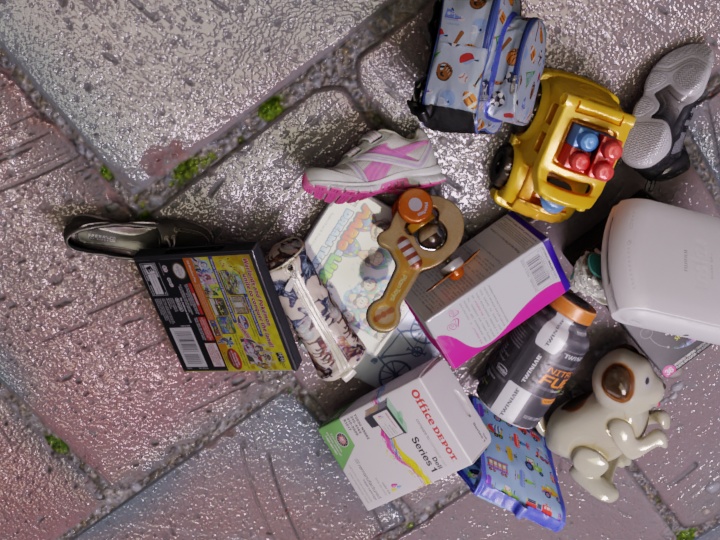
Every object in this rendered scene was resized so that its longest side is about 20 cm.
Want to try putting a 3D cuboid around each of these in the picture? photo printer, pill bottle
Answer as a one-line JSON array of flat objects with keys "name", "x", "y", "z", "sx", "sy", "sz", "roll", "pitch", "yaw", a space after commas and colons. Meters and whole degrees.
[{"name": "photo printer", "x": 0.398, "y": 0.000, "z": 1.206, "sx": 0.200, "sy": 0.069, "sz": 0.167, "roll": 13, "pitch": 67, "yaw": -12}, {"name": "pill bottle", "x": 0.262, "y": 0.123, "z": 1.398, "sx": 0.106, "sy": 0.106, "sz": 0.200, "roll": 25, "pitch": 108, "yaw": -15}]

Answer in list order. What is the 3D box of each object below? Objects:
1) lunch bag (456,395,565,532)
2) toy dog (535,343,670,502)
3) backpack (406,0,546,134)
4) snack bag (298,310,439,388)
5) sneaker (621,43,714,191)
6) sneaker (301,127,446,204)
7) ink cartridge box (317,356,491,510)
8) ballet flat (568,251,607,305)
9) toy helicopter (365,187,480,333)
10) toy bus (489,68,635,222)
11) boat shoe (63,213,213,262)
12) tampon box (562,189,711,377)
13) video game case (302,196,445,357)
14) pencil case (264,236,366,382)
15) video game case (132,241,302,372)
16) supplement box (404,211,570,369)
[{"name": "lunch bag", "x": 0.219, "y": 0.298, "z": 1.413, "sx": 0.150, "sy": 0.200, "sz": 0.094, "roll": 30, "pitch": 106, "yaw": -16}, {"name": "toy dog", "x": 0.373, "y": 0.205, "z": 1.430, "sx": 0.194, "sy": 0.140, "sz": 0.200, "roll": 36, "pitch": 124, "yaw": 19}, {"name": "backpack", "x": 0.148, "y": -0.264, "z": 1.182, "sx": 0.154, "sy": 0.200, "sz": 0.191, "roll": 4, "pitch": 98, "yaw": 13}, {"name": "snack bag", "x": 0.031, "y": 0.083, "z": 1.402, "sx": 0.200, "sy": 0.021, "sz": 0.189, "roll": 28, "pitch": 106, "yaw": -13}, {"name": "sneaker", "x": 0.422, "y": -0.204, "z": 1.301, "sx": 0.200, "sy": 0.075, "sz": 0.114, "roll": -58, "pitch": 143, "yaw": -10}, {"name": "sneaker", "x": 0.013, "y": -0.142, "z": 1.271, "sx": 0.200, "sy": 0.081, "sz": 0.088, "roll": -10, "pitch": 87, "yaw": -25}, {"name": "ink cartridge box", "x": 0.063, "y": 0.235, "z": 1.375, "sx": 0.200, "sy": 0.084, "sz": 0.145, "roll": -32, "pitch": 90, "yaw": 31}, {"name": "ballet flat", "x": 0.365, "y": 0.029, "z": 1.265, "sx": 0.200, "sy": 0.072, "sz": 0.072, "roll": 20, "pitch": 109, "yaw": -10}, {"name": "toy helicopter", "x": 0.075, "y": -0.004, "z": 1.271, "sx": 0.132, "sy": 0.079, "sz": 0.200, "roll": 28, "pitch": 84, "yaw": -3}, {"name": "toy bus", "x": 0.270, "y": -0.141, "z": 1.246, "sx": 0.136, "sy": 0.192, "sz": 0.200, "roll": 16, "pitch": 111, "yaw": -14}, {"name": "boat shoe", "x": -0.301, "y": -0.036, "z": 1.297, "sx": 0.200, "sy": 0.057, "sz": 0.067, "roll": 5, "pitch": 111, "yaw": -8}, {"name": "tampon box", "x": 0.417, "y": 0.017, "z": 1.359, "sx": 0.150, "sy": 0.126, "sz": 0.200, "roll": -40, "pitch": 110, "yaw": 9}, {"name": "video game case", "x": 0.000, "y": 0.000, "z": 1.346, "sx": 0.182, "sy": 0.024, "sz": 0.200, "roll": 31, "pitch": 103, "yaw": -13}, {"name": "pencil case", "x": -0.065, "y": 0.056, "z": 1.302, "sx": 0.078, "sy": 0.089, "sz": 0.200, "roll": -28, "pitch": 109, "yaw": 5}, {"name": "video game case", "x": -0.190, "y": 0.054, "z": 1.286, "sx": 0.181, "sy": 0.026, "sz": 0.200, "roll": -3, "pitch": 124, "yaw": 22}, {"name": "supplement box", "x": 0.170, "y": 0.026, "z": 1.324, "sx": 0.200, "sy": 0.103, "sz": 0.101, "roll": -35, "pitch": 124, "yaw": -5}]
